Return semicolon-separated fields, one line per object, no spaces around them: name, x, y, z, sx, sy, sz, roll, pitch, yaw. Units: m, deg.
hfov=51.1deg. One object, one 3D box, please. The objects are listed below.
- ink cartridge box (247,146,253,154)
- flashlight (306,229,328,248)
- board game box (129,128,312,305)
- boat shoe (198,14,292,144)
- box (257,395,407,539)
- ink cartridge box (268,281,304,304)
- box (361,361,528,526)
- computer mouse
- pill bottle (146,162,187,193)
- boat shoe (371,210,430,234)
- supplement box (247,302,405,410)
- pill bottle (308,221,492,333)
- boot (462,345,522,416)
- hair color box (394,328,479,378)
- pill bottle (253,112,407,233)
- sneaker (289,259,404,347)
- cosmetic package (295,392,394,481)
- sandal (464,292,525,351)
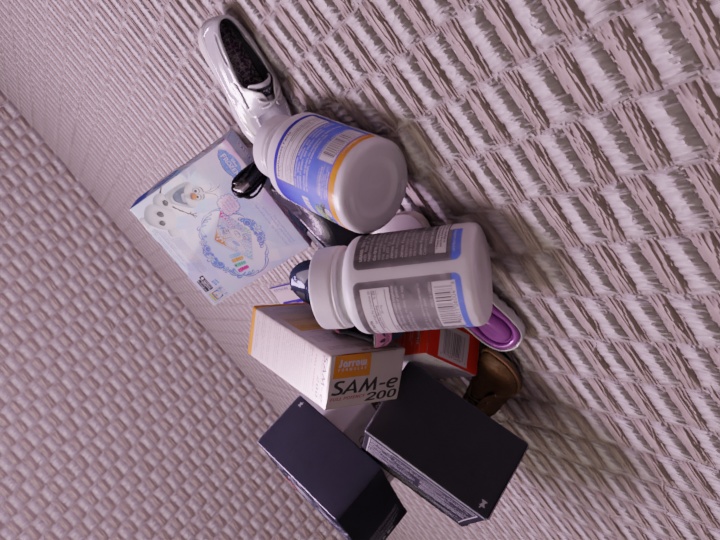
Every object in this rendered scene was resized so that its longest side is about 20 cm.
ink cartridge box;-0.168;-0.121;1.235;0.198;0.084;0.146;18;145;54
flashlight;0.000;0.000;1.130;0.200;0.068;0.068;46;-164;-12
board game box;-0.205;-0.073;1.123;0.201;0.196;0.044;52;-156;-23
boat shoe;-0.135;-0.238;0.977;0.068;0.071;0.203;9;129;61
box;-0.044;0.332;1.206;0.198;0.104;0.184;33;158;36
ink cartridge box;-0.058;0.063;1.168;0.097;0.040;0.202;-11;138;16
box;0.112;0.253;1.075;0.198;0.124;0.199;34;163;10
computer mouse;-0.067;-0.106;1.026;0.198;0.139;0.053;36;143;3
pill bottle;-0.256;-0.064;1.227;0.116;0.116;0.202;11;140;58
boat shoe;0.046;-0.021;1.015;0.075;0.092;0.200;47;133;6
supplement box;-0.050;0.109;1.016;0.198;0.124;0.076;25;109;49
pill bottle;0.046;0.012;0.863;0.195;0.116;0.115;-5;136;21
boot;0.182;0.178;1.091;0.073;0.075;0.201;40;159;22
hair color box;0.063;0.115;1.092;0.110;0.066;0.198;26;154;-36
pill bottle;-0.045;-0.128;0.918;0.198;0.112;0.113;28;154;43
sneaker;-0.029;0.042;0.987;0.196;0.082;0.072;17;123;31
cosmetic package;0.025;0.239;1.351;0.164;0.200;0.166;18;148;53
sandal;0.115;0.040;0.927;0.199;0.050;0.083;29;130;0
